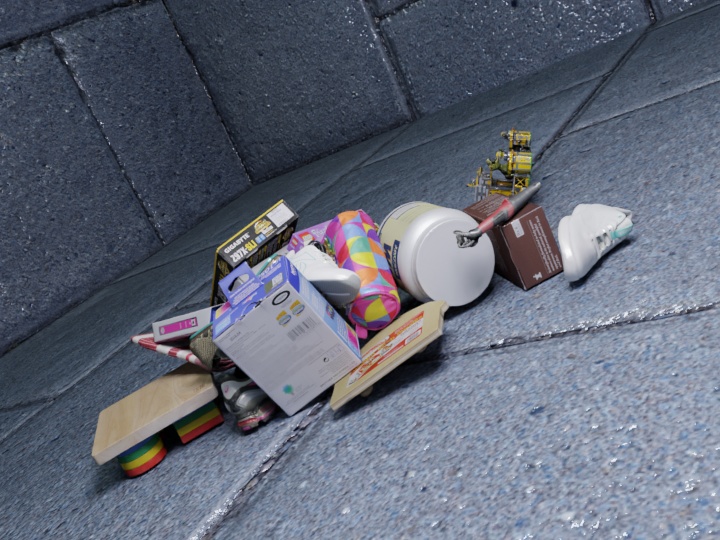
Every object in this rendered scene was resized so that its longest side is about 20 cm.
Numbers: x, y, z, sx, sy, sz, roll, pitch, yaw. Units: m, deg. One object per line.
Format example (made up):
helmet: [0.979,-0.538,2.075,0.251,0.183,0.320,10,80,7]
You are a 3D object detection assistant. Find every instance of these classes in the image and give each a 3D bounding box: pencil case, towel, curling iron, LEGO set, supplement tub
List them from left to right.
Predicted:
towel: [-0.261,0.128,1.358,0.197,0.023,0.143,11,9,36]
pencil case: [0.000,0.000,1.251,0.087,0.089,0.202,-24,44,10]
supplement tub: [0.111,-0.026,1.264,0.143,0.147,0.200,-28,14,-8]
LEGO set: [0.250,-0.176,1.513,0.113,0.157,0.201,4,33,9]
curling iron: [0.194,-0.083,1.147,0.049,0.026,0.199,-4,26,49]

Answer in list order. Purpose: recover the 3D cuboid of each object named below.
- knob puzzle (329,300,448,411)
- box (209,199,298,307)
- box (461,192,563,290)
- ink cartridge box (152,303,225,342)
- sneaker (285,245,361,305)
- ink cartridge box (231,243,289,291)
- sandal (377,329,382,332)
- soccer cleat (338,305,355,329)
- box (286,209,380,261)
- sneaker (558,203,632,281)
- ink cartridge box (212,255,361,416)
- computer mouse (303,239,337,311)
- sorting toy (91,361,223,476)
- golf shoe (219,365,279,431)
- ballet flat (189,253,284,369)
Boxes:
knob puzzle: [0.045,0.109,1.128,0.218,0.031,0.220,-39,7,6]
box: [-0.192,-0.013,1.474,0.159,0.049,0.201,-43,-14,-31]
box: [0.224,-0.050,1.239,0.074,0.102,0.200,-26,15,-2]
ink cartridge box: [-0.233,0.079,1.293,0.198,0.038,0.094,-18,-11,42]
sneaker: [-0.067,0.001,1.196,0.198,0.070,0.081,1,59,50]
ink cartridge box: [-0.143,0.038,1.487,0.199,0.084,0.146,-37,-17,-41]
sandal: [0.018,0.027,1.321,0.046,0.074,0.201,-63,26,21]
soccer cleat: [-0.059,0.085,1.378,0.085,0.072,0.198,-13,0,-45]
box: [-0.018,-0.032,1.472,0.199,0.137,0.039,-25,-29,-49]
sneaker: [0.326,-0.049,1.131,0.087,0.077,0.200,-4,23,28]
ink cartridge box: [-0.108,0.079,1.117,0.135,0.200,0.077,-36,29,10]
computer mouse: [-0.123,0.050,1.300,0.199,0.052,0.141,-39,49,29]
sorting toy: [-0.306,0.229,1.286,0.196,0.071,0.200,-29,15,-8]
golf shoe: [-0.139,0.147,1.227,0.072,0.093,0.200,-22,13,25]
ballet flat: [-0.159,0.067,1.179,0.200,0.076,0.068,-43,-6,14]
